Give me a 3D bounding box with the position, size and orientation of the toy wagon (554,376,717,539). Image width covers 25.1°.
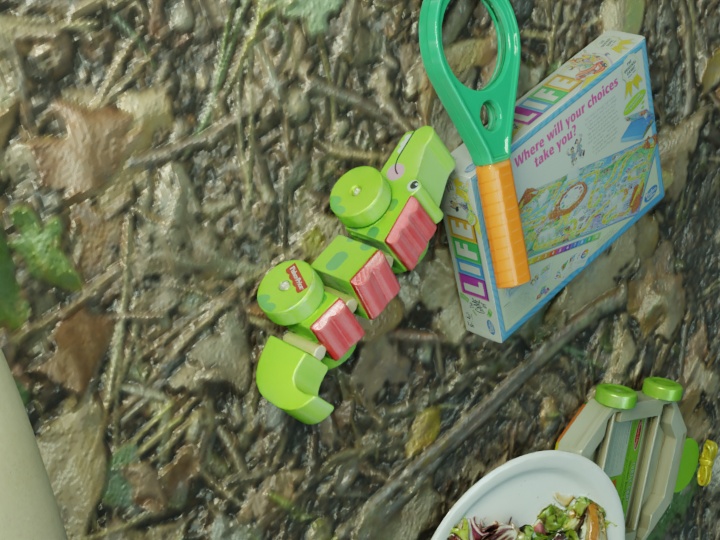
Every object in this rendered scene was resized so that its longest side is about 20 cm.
[{"bbox_3d":[0.221,0.164,1.306,0.199,0.039,0.157,-3,107,-48],"label":"toy wagon"}]

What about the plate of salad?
[{"bbox_3d":[0.124,0.230,1.192,0.199,0.048,0.202,-13,114,-29],"label":"plate of salad"}]

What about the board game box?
[{"bbox_3d":[0.137,-0.061,1.127,0.200,0.034,0.135,-38,130,-32],"label":"board game box"}]

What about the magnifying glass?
[{"bbox_3d":[0.079,-0.089,1.022,0.079,0.022,0.202,-19,100,-43],"label":"magnifying glass"}]

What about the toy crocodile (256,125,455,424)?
[{"bbox_3d":[0.000,0.000,0.976,0.201,0.061,0.068,-54,137,-19],"label":"toy crocodile"}]

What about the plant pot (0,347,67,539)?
[{"bbox_3d":[-0.228,0.034,0.665,0.186,0.186,0.202,-16,102,-44],"label":"plant pot"}]
